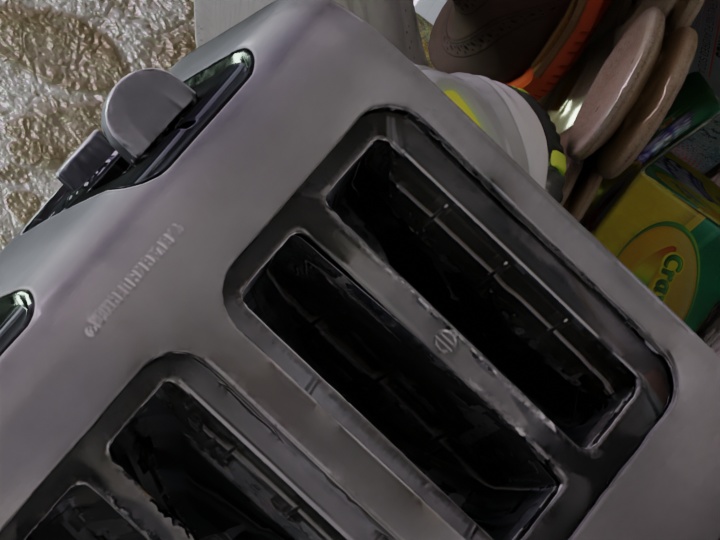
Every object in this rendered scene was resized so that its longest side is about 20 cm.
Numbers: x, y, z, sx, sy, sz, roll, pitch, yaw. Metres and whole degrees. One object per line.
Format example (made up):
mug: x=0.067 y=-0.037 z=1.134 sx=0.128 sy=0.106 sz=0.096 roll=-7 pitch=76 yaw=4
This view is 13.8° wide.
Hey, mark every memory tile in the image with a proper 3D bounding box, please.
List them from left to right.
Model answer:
memory tile: x=0.060 y=-0.041 z=0.940 sx=0.200 sy=0.017 sz=0.153 roll=-52 pitch=11 yaw=46

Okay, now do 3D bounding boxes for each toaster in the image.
toaster: x=-0.021 y=0.060 z=0.724 sx=0.181 sy=0.200 sz=0.119 roll=-49 pitch=7 yaw=-22

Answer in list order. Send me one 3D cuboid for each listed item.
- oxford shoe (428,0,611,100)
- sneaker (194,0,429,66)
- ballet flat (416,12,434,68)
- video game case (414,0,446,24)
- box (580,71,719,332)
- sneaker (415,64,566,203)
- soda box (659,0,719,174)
oxford shoe: x=0.052 y=-0.107 z=0.894 sx=0.071 sy=0.072 sz=0.200 roll=-64 pitch=8 yaw=-24
sneaker: x=-0.004 y=-0.016 z=0.925 sx=0.088 sy=0.075 sz=0.201 roll=-29 pitch=-51 yaw=-53
ballet flat: x=0.000 y=0.000 z=1.047 sx=0.071 sy=0.070 sz=0.201 roll=139 pitch=140 yaw=-71
video game case: x=0.051 y=-0.063 z=1.251 sx=0.200 sy=0.023 sz=0.182 roll=-57 pitch=-26 yaw=9
box: x=0.059 y=0.030 z=0.932 sx=0.200 sy=0.048 sz=0.117 roll=-56 pitch=4 yaw=10
sneaker: x=-0.004 y=0.038 z=0.842 sx=0.075 sy=0.076 sz=0.201 roll=-3 pitch=75 yaw=56
soda box: x=0.130 y=-0.092 z=0.988 sx=0.068 sy=0.063 sz=0.200 roll=-58 pitch=5 yaw=-21
